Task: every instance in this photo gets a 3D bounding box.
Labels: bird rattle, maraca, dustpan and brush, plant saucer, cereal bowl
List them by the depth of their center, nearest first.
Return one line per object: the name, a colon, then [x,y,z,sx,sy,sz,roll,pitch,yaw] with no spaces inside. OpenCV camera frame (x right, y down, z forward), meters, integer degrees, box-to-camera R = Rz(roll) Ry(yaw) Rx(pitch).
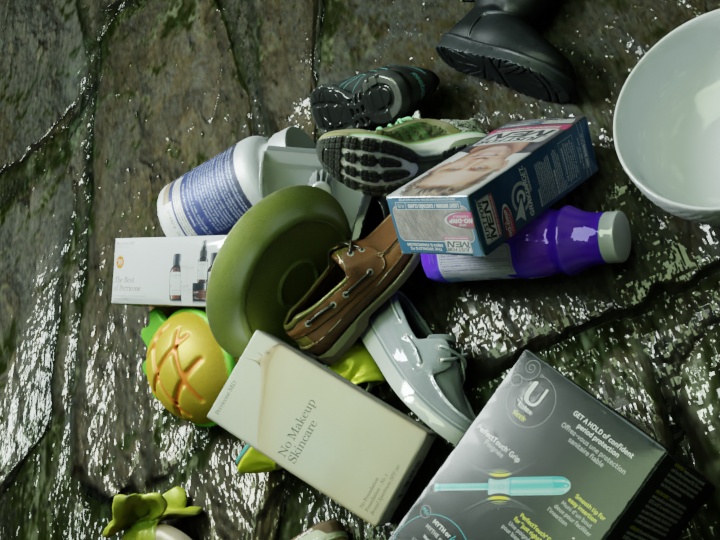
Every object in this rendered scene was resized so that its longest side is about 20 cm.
cereal bowl: [0.329,-0.126,0.816,0.199,0.083,0.201,-17,59,31]
plant saucer: [-0.073,0.010,0.986,0.031,0.200,0.201,28,86,38]
bird rattle: [-0.241,0.341,1.026,0.162,0.113,0.201,26,88,26]
dustpan and brush: [-0.051,-0.034,1.070,0.057,0.138,0.202,-116,30,-72]
maraca: [-0.204,0.110,1.101,0.199,0.106,0.138,8,99,47]

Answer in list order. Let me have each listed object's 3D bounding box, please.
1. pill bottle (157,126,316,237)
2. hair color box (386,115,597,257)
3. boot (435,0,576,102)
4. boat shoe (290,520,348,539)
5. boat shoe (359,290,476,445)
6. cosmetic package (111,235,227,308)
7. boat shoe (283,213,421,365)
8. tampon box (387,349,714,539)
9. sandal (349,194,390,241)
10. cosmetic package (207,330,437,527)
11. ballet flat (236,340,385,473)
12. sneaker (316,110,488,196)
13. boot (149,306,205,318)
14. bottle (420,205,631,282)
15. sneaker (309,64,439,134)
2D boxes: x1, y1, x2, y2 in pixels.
pill bottle: [-0.144,-0.096,1.154,0.199,0.111,0.112,-25,55,27]
hair color box: [0.128,-0.083,0.884,0.100,0.061,0.200,3,28,45]
boot: [0.186,-0.280,1.017,0.198,0.073,0.163,31,86,43]
boat shoe: [-0.087,0.330,0.930,0.200,0.072,0.076,-38,62,17]
boat shoe: [0.065,0.090,0.924,0.072,0.070,0.201,-50,45,11]
cosmetic package: [-0.207,0.002,1.098,0.199,0.051,0.083,-1,82,34]
boat shoe: [0.000,0.000,0.961,0.201,0.068,0.072,-55,22,-7]
tampon box: [0.154,0.199,0.761,0.150,0.126,0.201,38,93,42]
sandal: [0.035,-0.073,1.032,0.048,0.075,0.202,16,78,23]
cosmetic package: [-0.037,0.153,0.919,0.199,0.073,0.104,28,86,16]
ballet flat: [-0.050,0.161,0.989,0.200,0.067,0.067,-47,69,8]
sneaker: [0.050,-0.133,1.002,0.089,0.198,0.077,-98,14,-46]
boot: [-0.184,0.046,1.159,0.199,0.073,0.076,-7,88,36]
bottle: [0.157,-0.025,0.901,0.199,0.083,0.066,-4,100,36]
sneaker: [0.014,-0.201,1.120,0.079,0.076,0.199,-29,18,-32]
